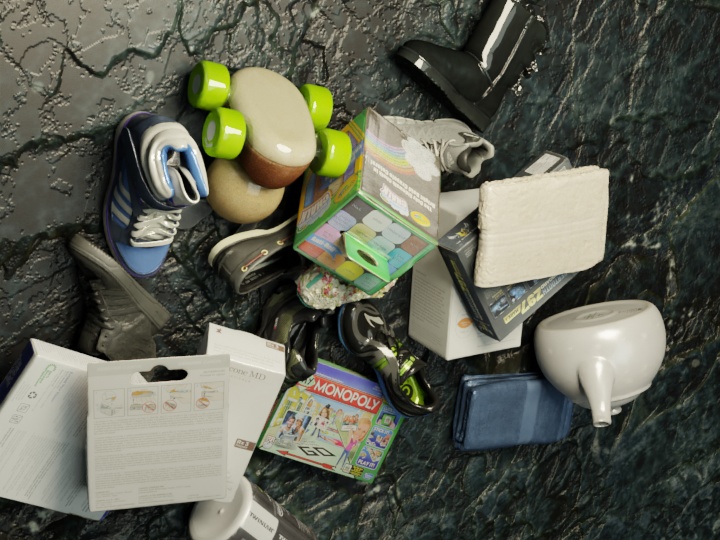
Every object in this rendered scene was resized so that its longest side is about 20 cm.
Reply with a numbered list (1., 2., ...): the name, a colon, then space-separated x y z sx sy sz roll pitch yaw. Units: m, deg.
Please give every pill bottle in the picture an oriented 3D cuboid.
1. pill bottle: -0.122 0.356 1.692 0.106 0.106 0.200 -49 126 -7

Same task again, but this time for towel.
1. towel: 0.222 0.201 1.887 0.200 0.049 0.112 -1 108 -33
2. towel: 0.224 -0.056 1.615 0.200 0.034 0.133 -9 109 -31

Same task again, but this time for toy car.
1. toy car: -0.134 -0.119 1.514 0.164 0.158 0.200 8 132 -30

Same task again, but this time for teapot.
1. teapot: 0.343 0.130 1.841 0.200 0.197 0.146 -17 99 -27

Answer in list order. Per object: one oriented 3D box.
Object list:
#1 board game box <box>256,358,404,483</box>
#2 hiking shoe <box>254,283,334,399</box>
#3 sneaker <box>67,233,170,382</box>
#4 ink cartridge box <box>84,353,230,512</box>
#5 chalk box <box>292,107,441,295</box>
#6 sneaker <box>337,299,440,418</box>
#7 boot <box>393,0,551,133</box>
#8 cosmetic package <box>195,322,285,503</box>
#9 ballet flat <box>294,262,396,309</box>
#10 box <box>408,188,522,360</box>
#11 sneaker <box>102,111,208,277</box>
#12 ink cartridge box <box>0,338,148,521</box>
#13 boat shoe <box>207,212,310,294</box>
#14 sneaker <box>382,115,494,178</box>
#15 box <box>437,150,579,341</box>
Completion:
1. board game box: -0.035 0.196 1.734 0.200 0.029 0.135 23 96 -36
2. hiking shoe: -0.104 0.118 1.615 0.076 0.101 0.200 21 96 -36
3. sneaker: -0.290 0.054 1.498 0.104 0.060 0.200 -50 133 -10
4. ink cartridge box: -0.230 0.176 1.485 0.162 0.057 0.200 -3 114 -15
5. chalk box: 0.008 -0.064 1.522 0.124 0.200 0.124 34 130 -24
6. sneaker: 0.042 0.110 1.702 0.071 0.083 0.200 -46 113 -30
7. boot: 0.146 -0.281 1.640 0.198 0.073 0.163 33 91 -44
8. cosmetic package: -0.168 0.173 1.568 0.102 0.074 0.200 16 117 -13
9. ballet flat: 0.000 0.000 1.614 0.064 0.076 0.200 -46 168 36
10. box: 0.145 0.002 1.731 0.124 0.097 0.200 -8 112 -30
11. sneaker: -0.223 -0.070 1.441 0.080 0.146 0.200 -6 111 -30
12. ink cartridge box: -0.337 0.188 1.504 0.200 0.041 0.200 25 110 -36
13. boat shoe: -0.084 -0.026 1.578 0.201 0.063 0.074 -23 150 -33
14. sneaker: 0.080 -0.149 1.621 0.200 0.115 0.075 -12 114 -29
15. box: 0.207 -0.031 1.665 0.200 0.051 0.158 -40 124 -16
